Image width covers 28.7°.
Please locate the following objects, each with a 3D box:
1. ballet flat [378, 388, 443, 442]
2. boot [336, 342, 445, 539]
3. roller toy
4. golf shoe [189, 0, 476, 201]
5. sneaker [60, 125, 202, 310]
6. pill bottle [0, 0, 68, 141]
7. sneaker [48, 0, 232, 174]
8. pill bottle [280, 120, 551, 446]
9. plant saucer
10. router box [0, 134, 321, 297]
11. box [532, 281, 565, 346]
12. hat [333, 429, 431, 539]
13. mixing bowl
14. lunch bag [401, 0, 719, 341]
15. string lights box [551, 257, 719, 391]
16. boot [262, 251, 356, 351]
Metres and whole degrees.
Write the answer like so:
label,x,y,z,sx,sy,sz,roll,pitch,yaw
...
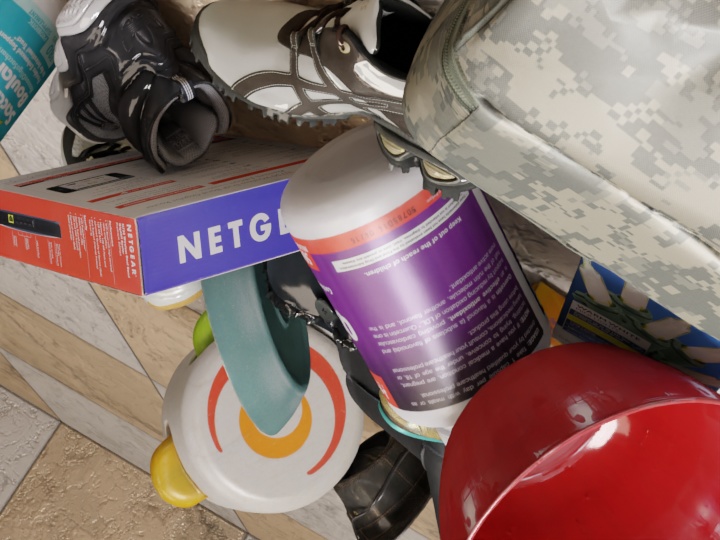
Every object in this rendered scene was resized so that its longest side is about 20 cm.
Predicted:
label,x,y,z,sx,sy,sz,roll,pitch,yaw
ballet flat,0.098,0.096,0.981,0.199,0.071,0.070,20,174,-42
boot,0.048,0.145,1.158,0.200,0.065,0.166,30,127,54
roller toy,-0.099,0.145,1.374,0.181,0.202,0.140,18,167,-16
golf shoe,-0.005,-0.120,0.744,0.199,0.078,0.095,24,143,20
sneaker,-0.175,-0.067,1.087,0.200,0.075,0.088,52,161,29
pill bottle,-0.291,-0.125,0.970,0.110,0.201,0.111,28,162,10
sneaker,-0.147,-0.108,0.936,0.114,0.075,0.200,50,160,8
pill bottle,0.042,0.013,0.840,0.112,0.112,0.201,5,130,55
plant saucer,-0.078,0.029,1.115,0.036,0.202,0.200,-15,147,10
router box,-0.116,-0.043,0.924,0.179,0.199,0.049,13,113,46
box,0.139,0.074,1.036,0.119,0.042,0.200,34,165,-4
hat,0.017,0.211,1.381,0.081,0.201,0.201,40,162,0
mixing bowl,0.121,0.115,0.788,0.200,0.199,0.109,49,-173,-43
lunch bag,0.136,-0.075,0.485,0.199,0.140,0.168,33,163,-6
string lights box,0.172,0.006,0.766,0.102,0.059,0.200,29,162,11
boot,0.000,0.000,1.007,0.168,0.076,0.201,34,152,23
